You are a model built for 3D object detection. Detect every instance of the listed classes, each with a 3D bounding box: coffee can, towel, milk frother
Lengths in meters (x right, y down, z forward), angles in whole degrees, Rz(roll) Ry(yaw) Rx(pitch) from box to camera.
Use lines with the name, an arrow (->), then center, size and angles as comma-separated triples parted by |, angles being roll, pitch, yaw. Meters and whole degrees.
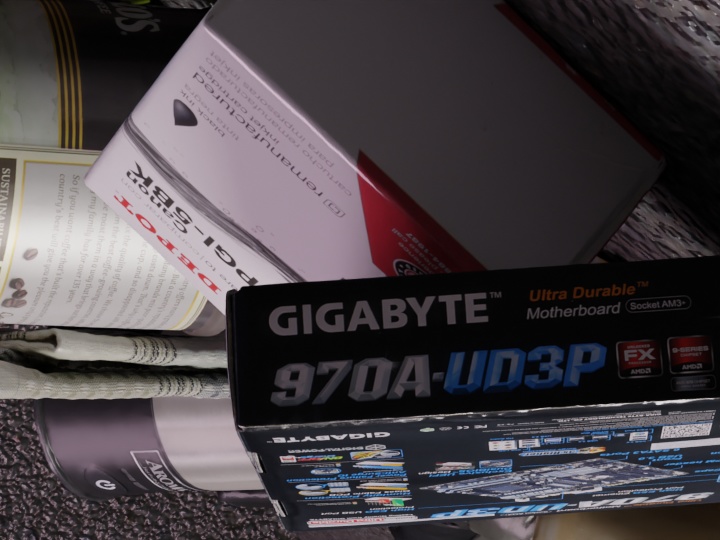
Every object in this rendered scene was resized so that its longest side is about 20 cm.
coffee can -> -0.155, -0.048, 1.095 | 0.199, 0.147, 0.146 | 3, -174, -22
towel -> -0.150, 0.038, 1.228 | 0.200, 0.035, 0.192 | 2, -177, -43
milk frother -> -0.054, 0.032, 1.416 | 0.188, 0.201, 0.180 | -4, 165, 29

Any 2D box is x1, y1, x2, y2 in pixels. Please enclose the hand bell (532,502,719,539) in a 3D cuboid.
hand bell -> 0.165, 0.116, 0.877 | 0.199, 0.104, 0.104 | 8, 158, 18

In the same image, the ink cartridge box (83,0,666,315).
ink cartridge box -> -0.004, -0.035, 0.894 | 0.147, 0.083, 0.200 | 43, 159, -3

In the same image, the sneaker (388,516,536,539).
sneaker -> 0.031, 0.069, 1.073 | 0.114, 0.076, 0.199 | 45, 167, 0

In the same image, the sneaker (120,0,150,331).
sneaker -> -0.106, -0.057, 1.293 | 0.083, 0.072, 0.200 | 51, 147, 32

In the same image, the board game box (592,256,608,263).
board game box -> 0.115, 0.054, 1.021 | 0.200, 0.046, 0.152 | 31, 165, 52

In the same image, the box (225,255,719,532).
box -> 0.065, 0.040, 0.790 | 0.159, 0.199, 0.046 | 76, -170, -73
